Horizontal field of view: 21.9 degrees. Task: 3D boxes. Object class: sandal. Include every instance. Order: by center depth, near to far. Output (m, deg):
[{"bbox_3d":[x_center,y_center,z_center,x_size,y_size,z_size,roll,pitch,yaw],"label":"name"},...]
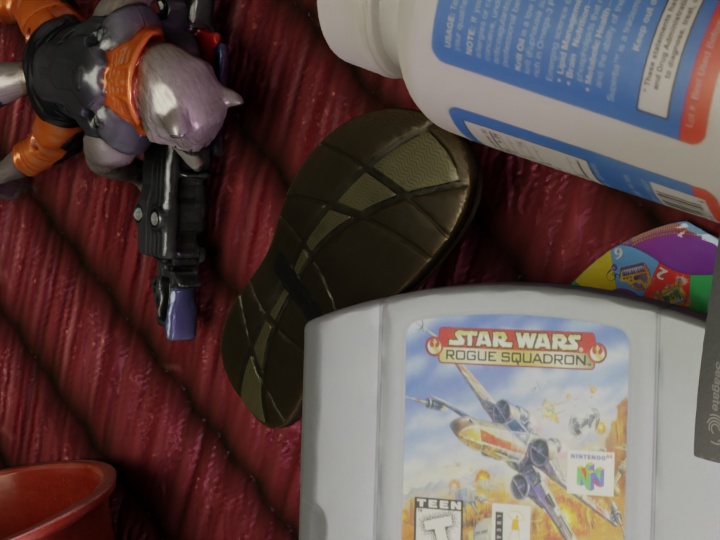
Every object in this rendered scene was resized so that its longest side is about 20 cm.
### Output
[{"bbox_3d":[0.000,0.000,0.838,0.082,0.054,0.200,54,136,24],"label":"sandal"}]

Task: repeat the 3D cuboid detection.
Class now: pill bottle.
[{"bbox_3d":[0.084,-0.096,0.726,0.199,0.112,0.113,22,108,31],"label":"pill bottle"}]

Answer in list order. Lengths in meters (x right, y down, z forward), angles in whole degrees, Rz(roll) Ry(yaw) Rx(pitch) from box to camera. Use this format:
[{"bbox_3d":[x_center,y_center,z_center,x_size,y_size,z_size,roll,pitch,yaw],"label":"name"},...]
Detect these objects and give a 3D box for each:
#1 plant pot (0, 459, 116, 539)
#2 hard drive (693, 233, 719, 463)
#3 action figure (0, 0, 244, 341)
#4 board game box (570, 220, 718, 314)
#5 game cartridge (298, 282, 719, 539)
[{"bbox_3d":[-0.193,0.219,0.923,0.200,0.200,0.197,-9,99,35],"label":"plant pot"},{"bbox_3d":[0.194,-0.022,0.647,0.042,0.134,0.201,-142,58,-65],"label":"hard drive"},{"bbox_3d":[-0.132,-0.064,0.891,0.193,0.104,0.202,1,94,44],"label":"action figure"},{"bbox_3d":[0.142,0.078,0.749,0.199,0.039,0.159,32,113,27],"label":"board game box"},{"bbox_3d":[0.066,0.072,0.743,0.199,0.041,0.134,1,94,26],"label":"game cartridge"}]
